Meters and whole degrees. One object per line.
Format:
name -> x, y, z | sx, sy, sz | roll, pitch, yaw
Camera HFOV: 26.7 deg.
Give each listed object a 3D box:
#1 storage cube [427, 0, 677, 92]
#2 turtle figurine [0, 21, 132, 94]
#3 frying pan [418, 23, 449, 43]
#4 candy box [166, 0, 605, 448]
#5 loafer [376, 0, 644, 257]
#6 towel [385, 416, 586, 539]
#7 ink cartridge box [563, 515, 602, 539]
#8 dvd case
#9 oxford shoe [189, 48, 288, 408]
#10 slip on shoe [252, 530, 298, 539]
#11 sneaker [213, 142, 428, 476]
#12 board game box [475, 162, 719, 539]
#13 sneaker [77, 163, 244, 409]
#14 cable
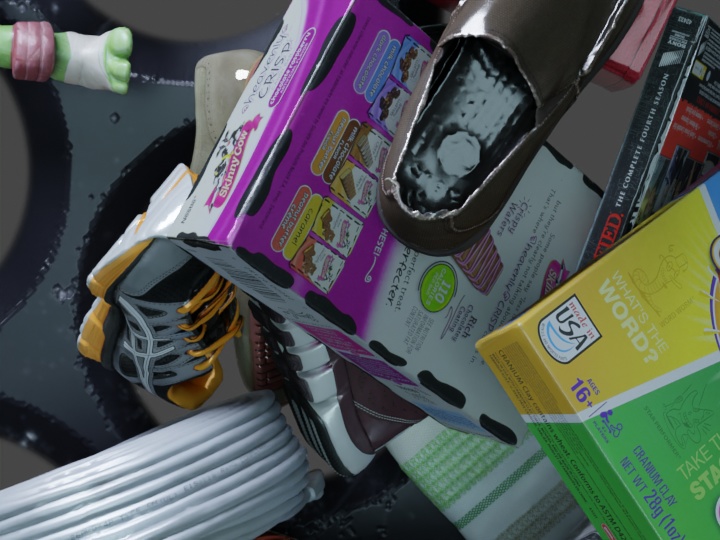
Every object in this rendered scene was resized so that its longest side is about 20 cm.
storage cube -> 0.089, -0.205, 0.747 | 0.178, 0.200, 0.172 | 26, 97, 4
turtle figurine -> -0.212, -0.148, 0.770 | 0.191, 0.145, 0.201 | -2, 140, -16
frying pan -> 0.076, -0.056, 0.830 | 0.189, 0.031, 0.116 | 33, 93, 8
candy box -> 0.024, -0.022, 0.722 | 0.199, 0.061, 0.137 | 36, 74, -32
loafer -> 0.070, -0.094, 0.629 | 0.072, 0.071, 0.202 | 25, 97, 4
towel -> 0.104, 0.092, 0.868 | 0.149, 0.031, 0.200 | -40, 97, 7
ink cartridge box -> 0.143, 0.202, 0.754 | 0.146, 0.200, 0.084 | 45, 135, 8
dvd case -> 0.147, -0.022, 0.767 | 0.022, 0.146, 0.202 | 21, 98, 24
oxford shoe -> -0.057, -0.024, 0.845 | 0.074, 0.070, 0.203 | 12, 107, 36
slip on shoe -> -0.048, 0.162, 0.784 | 0.074, 0.200, 0.062 | -33, 104, -14
sneaker -> 0.000, 0.000, 0.787 | 0.115, 0.076, 0.202 | -27, 122, -15
board game box -> 0.168, 0.041, 0.677 | 0.199, 0.040, 0.154 | -34, 90, -29
sneaker -> -0.093, 0.013, 0.782 | 0.077, 0.200, 0.078 | 38, 67, 3
cable -> -0.122, 0.124, 0.785 | 0.198, 0.200, 0.070 | -21, 87, 1
